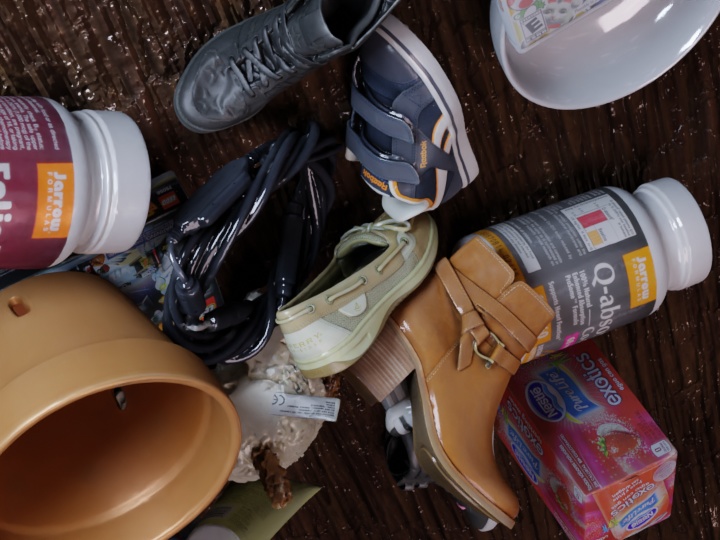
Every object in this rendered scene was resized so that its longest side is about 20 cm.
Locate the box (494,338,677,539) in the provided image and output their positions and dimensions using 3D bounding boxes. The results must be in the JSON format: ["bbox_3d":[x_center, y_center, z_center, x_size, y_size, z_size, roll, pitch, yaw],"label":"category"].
[{"bbox_3d":[0.185,0.136,1.701,0.095,0.200,0.100,-23,142,-14],"label":"box"}]

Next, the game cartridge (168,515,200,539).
[{"bbox_3d":[-0.186,0.174,1.537,0.041,0.133,0.200,-37,143,7],"label":"game cartridge"}]

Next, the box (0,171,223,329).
[{"bbox_3d":[-0.206,0.023,1.423,0.199,0.040,0.137,-26,143,-9],"label":"box"}]

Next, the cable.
[{"bbox_3d":[-0.069,-0.019,1.415,0.200,0.051,0.164,-48,146,-32],"label":"cable"}]

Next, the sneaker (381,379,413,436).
[{"bbox_3d":[0.043,0.066,1.632,0.075,0.116,0.200,-25,179,8],"label":"sneaker"}]

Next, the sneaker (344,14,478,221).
[{"bbox_3d":[0.030,-0.104,1.426,0.079,0.078,0.200,-41,145,-10],"label":"sneaker"}]

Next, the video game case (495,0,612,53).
[{"bbox_3d":[0.169,-0.255,1.301,0.200,0.023,0.182,-30,143,-3],"label":"video game case"}]

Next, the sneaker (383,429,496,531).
[{"bbox_3d":[0.073,0.182,1.786,0.099,0.071,0.200,-21,137,-10],"label":"sneaker"}]

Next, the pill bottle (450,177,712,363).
[{"bbox_3d":[0.184,-0.003,1.620,0.199,0.117,0.117,-20,141,-16],"label":"pill bottle"}]

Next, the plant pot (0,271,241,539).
[{"bbox_3d":[-0.199,0.096,1.346,0.199,0.140,0.201,-19,141,-16],"label":"plant pot"}]

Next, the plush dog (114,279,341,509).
[{"bbox_3d":[-0.081,0.117,1.561,0.200,0.161,0.172,-34,169,4],"label":"plush dog"}]

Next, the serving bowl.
[{"bbox_3d":[0.176,-0.216,1.422,0.199,0.066,0.201,-20,140,-17],"label":"serving bowl"}]

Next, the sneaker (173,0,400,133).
[{"bbox_3d":[-0.038,-0.161,1.299,0.199,0.060,0.104,-34,-174,-7],"label":"sneaker"}]

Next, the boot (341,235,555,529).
[{"bbox_3d":[0.097,0.087,1.508,0.155,0.074,0.200,-42,102,-12],"label":"boot"}]

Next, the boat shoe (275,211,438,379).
[{"bbox_3d":[-0.002,0.001,1.477,0.073,0.201,0.063,-13,117,40],"label":"boat shoe"}]

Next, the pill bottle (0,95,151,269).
[{"bbox_3d":[-0.245,-0.057,1.259,0.199,0.114,0.114,-2,133,-33],"label":"pill bottle"}]

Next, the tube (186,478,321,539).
[{"bbox_3d":[-0.091,0.201,1.597,0.052,0.058,0.200,-37,-177,17],"label":"tube"}]
